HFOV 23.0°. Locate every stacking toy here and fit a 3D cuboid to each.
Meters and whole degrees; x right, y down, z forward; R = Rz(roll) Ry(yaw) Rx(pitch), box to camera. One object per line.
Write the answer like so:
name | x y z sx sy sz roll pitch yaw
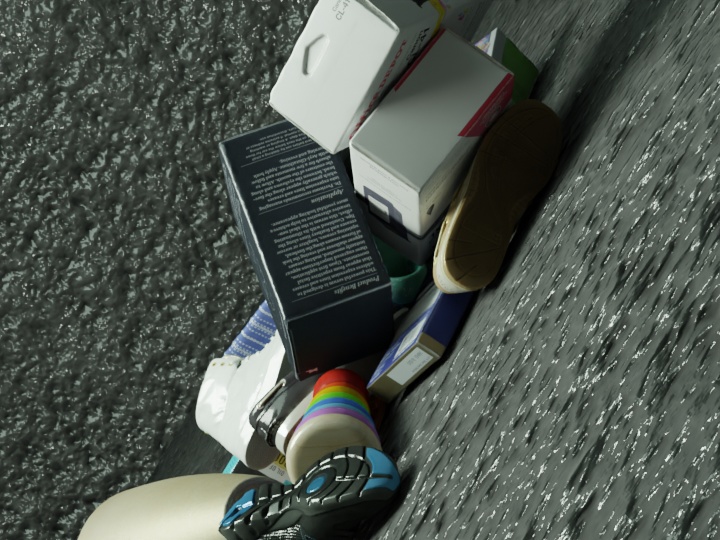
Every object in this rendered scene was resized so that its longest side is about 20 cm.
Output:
stacking toy | -0.018 0.139 1.614 0.086 0.085 0.200 -57 6 15

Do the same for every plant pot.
plant pot | -0.138 0.263 1.645 0.200 0.187 0.188 -33 23 46

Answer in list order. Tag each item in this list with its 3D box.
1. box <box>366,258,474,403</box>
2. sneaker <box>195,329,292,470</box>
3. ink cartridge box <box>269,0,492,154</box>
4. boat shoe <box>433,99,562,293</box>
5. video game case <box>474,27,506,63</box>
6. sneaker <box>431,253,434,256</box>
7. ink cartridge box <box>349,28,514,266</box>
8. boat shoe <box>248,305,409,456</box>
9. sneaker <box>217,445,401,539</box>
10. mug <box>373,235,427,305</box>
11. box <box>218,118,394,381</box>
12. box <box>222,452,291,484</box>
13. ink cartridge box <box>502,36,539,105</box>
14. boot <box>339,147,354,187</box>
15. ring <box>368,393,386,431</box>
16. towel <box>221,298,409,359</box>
box | 0.078 0.020 1.659 0.200 0.032 0.121 -62 8 -32
sneaker | -0.100 0.091 1.811 0.115 0.074 0.200 27 86 43
ink cartridge box | 0.024 -0.206 1.623 0.200 0.086 0.148 -34 -22 -54
boat shoe | 0.116 -0.065 1.595 0.200 0.074 0.069 -60 9 -23
video game case | 0.074 -0.174 1.939 0.200 0.018 0.143 -36 19 27
sneaker | 0.063 -0.069 1.925 0.077 0.088 0.200 -60 7 -13
ink cartridge box | 0.066 -0.110 1.640 0.145 0.084 0.200 -51 -13 -13
boat shoe | -0.028 0.100 1.759 0.200 0.060 0.074 -46 -31 -19
sneaker | -0.029 0.207 1.488 0.200 0.082 0.073 -25 19 43
mug | -0.007 0.005 1.922 0.114 0.185 0.152 -27 -31 -45
box | -0.050 -0.023 1.689 0.107 0.201 0.149 -19 -24 -6
box | -0.087 0.200 1.857 0.200 0.082 0.049 -59 7 -2
ink cartridge box | 0.119 -0.160 1.937 0.104 0.059 0.200 -31 23 38
boot | 0.012 -0.151 1.838 0.200 0.076 0.168 -34 16 53
ring | -0.034 0.202 1.733 0.201 0.019 0.200 -57 8 12
towel | -0.049 0.075 1.872 0.200 0.144 0.024 -52 19 39
